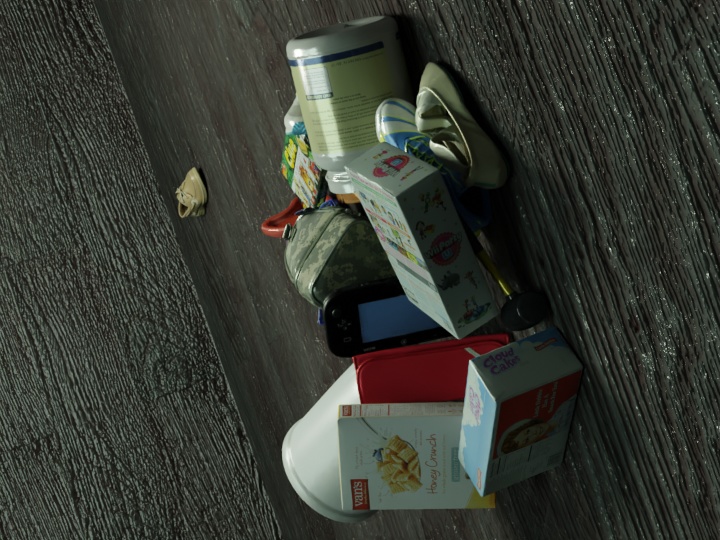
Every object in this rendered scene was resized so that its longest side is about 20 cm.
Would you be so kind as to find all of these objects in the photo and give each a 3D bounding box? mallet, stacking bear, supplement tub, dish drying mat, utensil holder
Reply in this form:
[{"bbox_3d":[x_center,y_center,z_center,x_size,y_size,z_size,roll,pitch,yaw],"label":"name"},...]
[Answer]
[{"bbox_3d":[0.144,-0.017,1.428,0.200,0.041,0.066,56,163,-6],"label":"mallet"},{"bbox_3d":[-0.061,-0.013,2.064,0.114,0.121,0.200,8,128,45],"label":"stacking bear"},{"bbox_3d":[-0.003,-0.211,1.586,0.145,0.145,0.200,-152,46,-67],"label":"supplement tub"},{"bbox_3d":[0.093,0.129,1.565,0.018,0.200,0.077,-49,-51,-78],"label":"dish drying mat"},{"bbox_3d":[0.011,0.222,1.708,0.200,0.170,0.170,-52,54,38],"label":"utensil holder"}]

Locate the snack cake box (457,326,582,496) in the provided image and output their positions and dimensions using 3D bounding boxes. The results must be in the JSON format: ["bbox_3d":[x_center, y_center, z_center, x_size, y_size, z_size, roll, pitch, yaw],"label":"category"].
[{"bbox_3d":[0.183,0.168,1.454,0.200,0.115,0.067,91,155,-48],"label":"snack cake box"}]

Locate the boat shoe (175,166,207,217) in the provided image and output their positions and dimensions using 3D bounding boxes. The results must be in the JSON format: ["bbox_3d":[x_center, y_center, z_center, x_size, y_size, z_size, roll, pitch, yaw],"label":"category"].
[{"bbox_3d":[-0.422,-0.186,3.101,0.200,0.064,0.071,104,144,-62],"label":"boat shoe"}]

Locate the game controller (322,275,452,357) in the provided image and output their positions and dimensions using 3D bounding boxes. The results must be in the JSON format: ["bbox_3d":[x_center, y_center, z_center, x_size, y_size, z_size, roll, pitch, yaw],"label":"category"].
[{"bbox_3d":[0.051,0.054,1.611,0.042,0.200,0.104,-114,14,-64],"label":"game controller"}]

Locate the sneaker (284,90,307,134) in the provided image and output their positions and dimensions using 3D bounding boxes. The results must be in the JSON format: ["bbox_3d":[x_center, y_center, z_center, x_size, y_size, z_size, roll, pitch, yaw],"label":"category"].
[{"bbox_3d":[-0.059,-0.243,1.715,0.200,0.076,0.081,-64,-29,-58],"label":"sneaker"}]

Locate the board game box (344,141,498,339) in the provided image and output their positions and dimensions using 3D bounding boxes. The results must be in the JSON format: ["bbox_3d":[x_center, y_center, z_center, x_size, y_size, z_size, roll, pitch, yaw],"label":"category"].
[{"bbox_3d":[0.071,-0.037,1.449,0.148,0.064,0.200,38,158,60],"label":"board game box"}]

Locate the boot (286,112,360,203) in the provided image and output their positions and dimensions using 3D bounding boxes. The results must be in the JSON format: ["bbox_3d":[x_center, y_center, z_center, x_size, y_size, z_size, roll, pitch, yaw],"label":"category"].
[{"bbox_3d":[-0.039,-0.181,1.891,0.200,0.077,0.155,12,124,63],"label":"boot"}]

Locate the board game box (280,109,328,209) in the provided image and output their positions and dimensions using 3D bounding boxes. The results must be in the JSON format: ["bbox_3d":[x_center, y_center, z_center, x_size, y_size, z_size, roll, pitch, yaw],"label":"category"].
[{"bbox_3d":[-0.082,-0.159,1.890,0.105,0.023,0.200,61,164,16],"label":"board game box"}]

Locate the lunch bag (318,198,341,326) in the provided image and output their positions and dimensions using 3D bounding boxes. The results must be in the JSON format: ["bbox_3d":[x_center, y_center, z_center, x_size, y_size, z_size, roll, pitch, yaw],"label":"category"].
[{"bbox_3d":[-0.024,-0.012,1.919,0.151,0.094,0.200,35,-139,-73],"label":"lunch bag"}]

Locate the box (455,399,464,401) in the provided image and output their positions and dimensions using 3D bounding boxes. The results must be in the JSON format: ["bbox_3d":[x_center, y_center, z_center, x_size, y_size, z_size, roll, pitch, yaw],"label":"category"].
[{"bbox_3d":[0.160,0.175,1.664,0.156,0.041,0.200,69,163,5],"label":"box"}]

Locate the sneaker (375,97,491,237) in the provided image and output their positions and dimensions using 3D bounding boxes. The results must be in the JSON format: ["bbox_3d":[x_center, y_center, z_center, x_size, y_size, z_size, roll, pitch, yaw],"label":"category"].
[{"bbox_3d":[0.098,-0.127,1.486,0.200,0.076,0.105,57,154,-6],"label":"sneaker"}]

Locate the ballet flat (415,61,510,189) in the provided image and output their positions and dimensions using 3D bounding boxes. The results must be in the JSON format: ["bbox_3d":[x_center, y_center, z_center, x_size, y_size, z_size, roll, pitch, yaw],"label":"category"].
[{"bbox_3d":[0.101,-0.167,1.440,0.070,0.069,0.200,91,155,-49],"label":"ballet flat"}]

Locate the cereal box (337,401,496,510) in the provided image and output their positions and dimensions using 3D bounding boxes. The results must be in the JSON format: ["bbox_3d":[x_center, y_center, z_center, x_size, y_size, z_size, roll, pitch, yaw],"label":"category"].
[{"bbox_3d":[0.072,0.236,1.580,0.040,0.200,0.144,-88,-4,-63],"label":"cereal box"}]

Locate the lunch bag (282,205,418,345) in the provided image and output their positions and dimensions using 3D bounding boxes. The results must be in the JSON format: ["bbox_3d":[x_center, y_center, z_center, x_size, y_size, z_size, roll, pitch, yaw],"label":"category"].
[{"bbox_3d":[0.000,0.000,1.705,0.139,0.200,0.168,-62,25,1],"label":"lunch bag"}]
